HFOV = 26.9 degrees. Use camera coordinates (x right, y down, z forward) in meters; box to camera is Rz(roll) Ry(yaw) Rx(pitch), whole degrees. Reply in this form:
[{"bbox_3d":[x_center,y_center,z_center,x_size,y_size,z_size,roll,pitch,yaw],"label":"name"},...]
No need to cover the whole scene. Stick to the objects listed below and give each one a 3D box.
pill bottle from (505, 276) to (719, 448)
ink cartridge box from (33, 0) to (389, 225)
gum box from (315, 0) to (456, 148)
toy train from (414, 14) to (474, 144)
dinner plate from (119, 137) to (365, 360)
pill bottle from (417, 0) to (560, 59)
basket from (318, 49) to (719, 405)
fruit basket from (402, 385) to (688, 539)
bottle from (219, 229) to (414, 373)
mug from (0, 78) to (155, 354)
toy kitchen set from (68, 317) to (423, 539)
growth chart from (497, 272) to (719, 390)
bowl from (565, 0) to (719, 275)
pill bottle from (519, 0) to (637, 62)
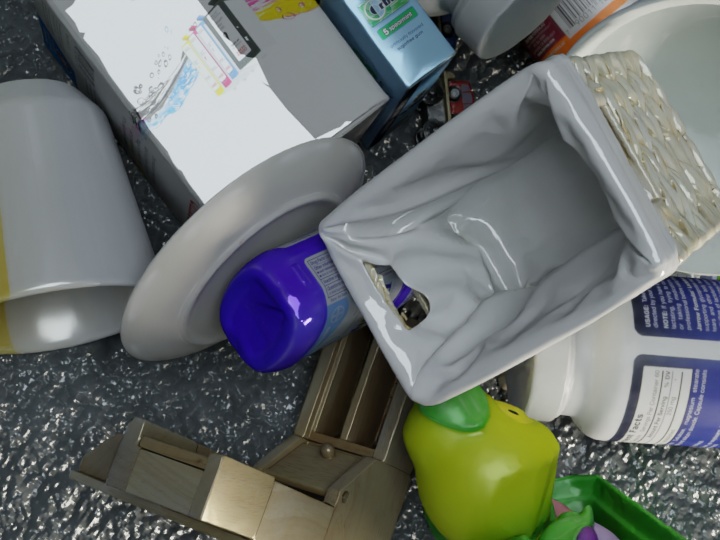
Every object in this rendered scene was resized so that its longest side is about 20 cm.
[{"bbox_3d":[0.205,0.061,1.032,0.198,0.116,0.117,5,81,-7],"label":"pill bottle"},{"bbox_3d":[-0.103,-0.136,1.014,0.144,0.147,0.201,-37,89,-12],"label":"ink cartridge box"},{"bbox_3d":[-0.026,-0.192,1.022,0.044,0.170,0.201,-37,88,-11],"label":"gum box"},{"bbox_3d":[0.062,-0.117,1.094,0.045,0.034,0.202,-4,83,-13],"label":"toy train"},{"bbox_3d":[-0.068,-0.006,0.974,0.200,0.200,0.024,-40,72,-12],"label":"dinner plate"},{"bbox_3d":[0.046,-0.240,0.987,0.111,0.111,0.200,-36,77,-12],"label":"pill bottle"},{"bbox_3d":[0.099,-0.028,0.890,0.123,0.199,0.136,-24,83,-51],"label":"basket"},{"bbox_3d":[0.111,0.157,0.977,0.154,0.216,0.218,-9,83,-9],"label":"fruit basket"},{"bbox_3d":[0.000,0.000,0.985,0.199,0.084,0.065,-25,72,-44],"label":"bottle"},{"bbox_3d":[-0.226,-0.039,0.980,0.185,0.149,0.155,1,71,-42],"label":"mug"},{"bbox_3d":[-0.076,0.084,0.988,0.162,0.200,0.182,12,77,36],"label":"toy kitchen set"},{"bbox_3d":[0.195,0.025,1.103,0.198,0.018,0.147,-1,83,-8],"label":"growth chart"},{"bbox_3d":[0.221,-0.102,0.941,0.200,0.202,0.091,32,42,-3],"label":"bowl"},{"bbox_3d":[0.123,-0.242,1.080,0.114,0.114,0.201,-38,88,-12],"label":"pill bottle"}]
